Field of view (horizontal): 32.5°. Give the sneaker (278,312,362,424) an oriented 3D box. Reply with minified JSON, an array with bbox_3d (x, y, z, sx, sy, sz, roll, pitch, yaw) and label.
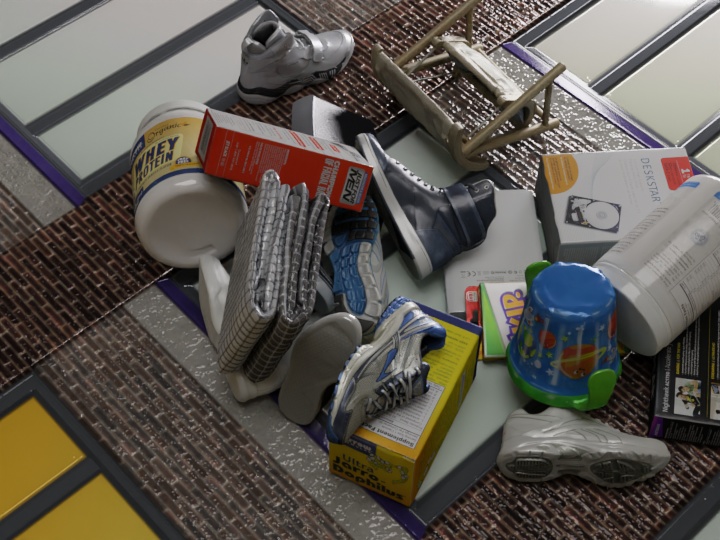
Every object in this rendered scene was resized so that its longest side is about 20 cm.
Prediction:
[{"bbox_3d":[-0.033,0.090,1.442,0.070,0.200,0.099,33,47,4],"label":"sneaker"}]

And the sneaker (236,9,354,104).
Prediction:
[{"bbox_3d":[-0.093,-0.326,1.800,0.199,0.115,0.075,-29,58,-21],"label":"sneaker"}]

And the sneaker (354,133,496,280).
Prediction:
[{"bbox_3d":[0.089,-0.108,1.599,0.145,0.077,0.203,-28,86,-8],"label":"sneaker"}]

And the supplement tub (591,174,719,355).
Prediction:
[{"bbox_3d":[0.378,-0.009,1.489,0.200,0.132,0.132,-40,62,-12],"label":"supplement tub"}]

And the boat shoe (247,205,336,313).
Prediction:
[{"bbox_3d":[-0.073,-0.034,1.604,0.091,0.071,0.200,-34,58,-19],"label":"boat shoe"}]

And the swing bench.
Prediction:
[{"bbox_3d":[0.149,-0.258,1.747,0.199,0.130,0.199,-31,59,-16],"label":"swing bench"}]

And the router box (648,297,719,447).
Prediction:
[{"bbox_3d":[0.433,0.117,1.507,0.148,0.051,0.201,8,53,8],"label":"router box"}]

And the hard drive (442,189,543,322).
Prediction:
[{"bbox_3d":[0.172,-0.022,1.627,0.131,0.026,0.201,-1,52,-2],"label":"hard drive"}]

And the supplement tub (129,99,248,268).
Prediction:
[{"bbox_3d":[-0.226,-0.116,1.610,0.143,0.145,0.201,-8,42,-7],"label":"supplement tub"}]

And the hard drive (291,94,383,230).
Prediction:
[{"bbox_3d":[-0.027,-0.146,1.672,0.134,0.042,0.201,20,45,-29],"label":"hard drive"}]

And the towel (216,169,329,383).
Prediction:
[{"bbox_3d":[-0.103,0.009,1.443,0.085,0.166,0.201,14,58,-13],"label":"towel"}]

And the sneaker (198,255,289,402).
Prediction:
[{"bbox_3d":[-0.142,0.065,1.535,0.088,0.075,0.201,-15,64,-18],"label":"sneaker"}]

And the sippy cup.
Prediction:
[{"bbox_3d":[0.241,0.066,1.437,0.177,0.131,0.140,28,49,28],"label":"sippy cup"}]

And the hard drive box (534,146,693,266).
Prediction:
[{"bbox_3d":[0.344,-0.078,1.641,0.198,0.077,0.157,-4,53,-4],"label":"hard drive box"}]

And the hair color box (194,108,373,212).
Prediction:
[{"bbox_3d":[-0.095,-0.135,1.508,0.199,0.064,0.111,12,15,-17],"label":"hair color box"}]

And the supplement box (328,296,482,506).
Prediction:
[{"bbox_3d":[0.053,0.151,1.442,0.108,0.110,0.201,21,54,15],"label":"supplement box"}]

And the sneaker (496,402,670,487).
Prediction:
[{"bbox_3d":[0.259,0.191,1.436,0.198,0.078,0.100,5,49,2],"label":"sneaker"}]

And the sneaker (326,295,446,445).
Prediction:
[{"bbox_3d":[0.032,0.115,1.354,0.085,0.077,0.200,27,57,14],"label":"sneaker"}]

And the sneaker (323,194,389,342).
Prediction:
[{"bbox_3d":[0.000,0.000,1.567,0.074,0.087,0.201,-10,65,16],"label":"sneaker"}]

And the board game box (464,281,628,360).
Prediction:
[{"bbox_3d":[0.231,0.061,1.544,0.198,0.030,0.096,-2,78,0],"label":"board game box"}]
